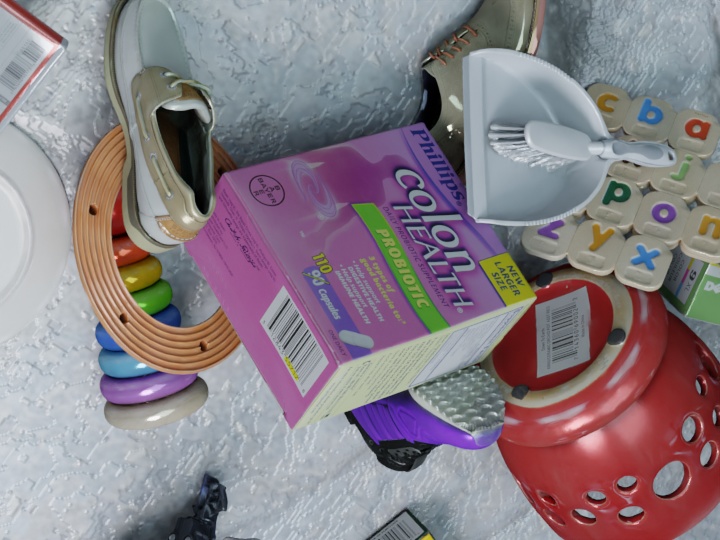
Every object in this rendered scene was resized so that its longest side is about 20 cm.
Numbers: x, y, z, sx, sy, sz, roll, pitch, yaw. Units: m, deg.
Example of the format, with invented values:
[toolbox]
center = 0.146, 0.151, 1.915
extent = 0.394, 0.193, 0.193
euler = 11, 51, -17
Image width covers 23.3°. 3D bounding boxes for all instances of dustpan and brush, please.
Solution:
[dustpan and brush]
center = 0.172, -0.099, 1.391
extent = 0.199, 0.057, 0.140
euler = 7, 78, -42

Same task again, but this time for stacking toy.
[stacking toy]
center = -0.182, 0.019, 1.365
extent = 0.085, 0.085, 0.201
euler = -17, 105, -16

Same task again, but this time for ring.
[ring]
center = -0.147, -0.020, 1.341
extent = 0.200, 0.019, 0.202
euler = 16, 69, -47

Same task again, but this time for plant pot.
[plant pot]
center = 0.195, 0.106, 1.446
extent = 0.200, 0.200, 0.183
euler = -45, 127, -4

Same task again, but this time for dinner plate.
[dinner plate]
center = -0.317, -0.025, 1.328
extent = 0.199, 0.024, 0.201
euler = -6, 107, -19

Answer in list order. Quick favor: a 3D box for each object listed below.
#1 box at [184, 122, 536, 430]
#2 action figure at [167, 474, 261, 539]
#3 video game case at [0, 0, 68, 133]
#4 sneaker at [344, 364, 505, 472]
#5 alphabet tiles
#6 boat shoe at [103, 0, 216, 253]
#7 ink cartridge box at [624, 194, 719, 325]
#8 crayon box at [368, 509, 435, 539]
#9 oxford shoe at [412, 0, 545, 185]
[box]
center = 0.000, 0.000, 1.335
extent = 0.199, 0.176, 0.097
euler = -16, 155, -37
[action figure]
center = -0.157, 0.244, 1.389
extent = 0.104, 0.193, 0.201
euler = 28, 62, -31
[video game case]
center = -0.329, -0.169, 1.243
extent = 0.200, 0.017, 0.143
euler = 36, 113, -18
[sneaker]
center = 0.049, 0.122, 1.417
extent = 0.069, 0.200, 0.100
euler = -14, 113, -31
[alphabet tiles]
center = 0.216, -0.070, 1.436
extent = 0.015, 0.199, 0.196
euler = 89, 22, -53
[boat shoe]
center = -0.141, -0.117, 1.302
extent = 0.075, 0.068, 0.201
euler = 4, 72, -46
[ink cartridge box]
center = 0.306, 0.007, 1.474
extent = 0.103, 0.200, 0.060
euler = 14, 108, -23
[crayon box]
center = 0.016, 0.341, 1.538
extent = 0.200, 0.058, 0.173
euler = -37, 115, -7
[oxford shoe]
center = 0.093, -0.171, 1.418
extent = 0.073, 0.071, 0.201
euler = 16, 98, -21
